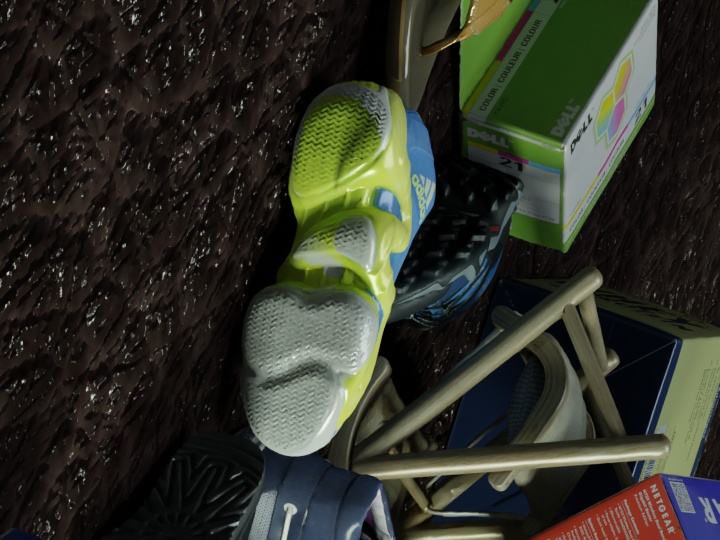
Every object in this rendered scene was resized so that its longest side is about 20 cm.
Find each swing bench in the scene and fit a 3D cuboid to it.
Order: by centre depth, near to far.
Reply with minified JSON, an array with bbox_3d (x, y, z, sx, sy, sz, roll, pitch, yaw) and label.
[{"bbox_3d":[0.081,0.115,1.473,0.199,0.200,0.130,63,6,-70],"label":"swing bench"}]

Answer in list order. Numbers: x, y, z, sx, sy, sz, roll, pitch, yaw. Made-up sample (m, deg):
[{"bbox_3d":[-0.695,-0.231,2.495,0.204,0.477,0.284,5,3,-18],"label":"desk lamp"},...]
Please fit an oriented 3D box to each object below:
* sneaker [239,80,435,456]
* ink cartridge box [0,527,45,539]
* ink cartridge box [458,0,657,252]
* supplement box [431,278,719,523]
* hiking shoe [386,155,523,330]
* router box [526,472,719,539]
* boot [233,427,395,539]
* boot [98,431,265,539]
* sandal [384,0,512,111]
[{"bbox_3d":[0.000,0.000,1.276,0.105,0.076,0.200,-4,112,-63],"label":"sneaker"},{"bbox_3d":[-0.201,0.236,1.033,0.200,0.041,0.200,-33,139,-59],"label":"ink cartridge box"},{"bbox_3d":[0.122,-0.134,1.477,0.148,0.076,0.200,-57,158,-32],"label":"ink cartridge box"},{"bbox_3d":[0.160,0.118,1.723,0.200,0.134,0.200,1,107,-69],"label":"supplement box"},{"bbox_3d":[0.042,0.003,1.398,0.200,0.074,0.087,-36,140,-57],"label":"hiking shoe"},{"bbox_3d":[0.163,0.189,1.481,0.179,0.049,0.200,-31,157,25],"label":"router box"},{"bbox_3d":[-0.030,0.175,1.349,0.073,0.090,0.200,-56,155,-35],"label":"boot"},{"bbox_3d":[-0.100,0.206,1.249,0.165,0.066,0.200,-49,155,-42],"label":"boot"},{"bbox_3d":[0.065,-0.171,1.324,0.200,0.054,0.080,-61,158,-23],"label":"sandal"}]
